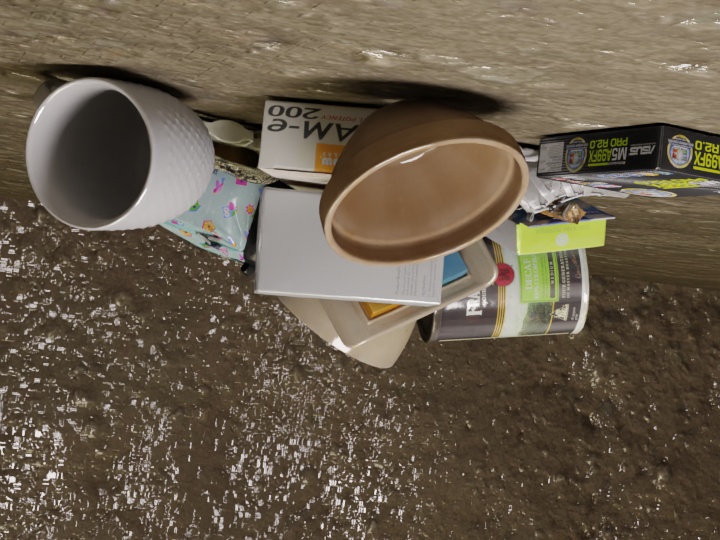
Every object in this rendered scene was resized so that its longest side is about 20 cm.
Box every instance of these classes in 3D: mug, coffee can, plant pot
[{"bbox_3d":[-0.248,-0.131,1.485,0.200,0.148,0.175,37,-165,17],"label":"mug"},{"bbox_3d":[0.176,0.014,1.868,0.199,0.147,0.146,-3,179,-8],"label":"coffee can"},{"bbox_3d":[0.052,-0.096,1.379,0.200,0.093,0.201,-12,150,-7],"label":"plant pot"},{"bbox_3d":[0.000,0.000,1.737,0.200,0.135,0.200,35,-166,-10],"label":"plant pot"}]

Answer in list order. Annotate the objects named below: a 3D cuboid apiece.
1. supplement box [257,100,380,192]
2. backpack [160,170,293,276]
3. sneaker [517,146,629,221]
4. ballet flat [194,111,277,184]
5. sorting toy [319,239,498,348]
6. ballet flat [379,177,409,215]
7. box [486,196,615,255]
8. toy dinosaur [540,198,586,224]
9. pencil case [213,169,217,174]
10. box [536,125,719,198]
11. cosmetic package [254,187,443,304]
[{"bbox_3d":[-0.024,-0.125,1.547,0.125,0.074,0.200,5,177,9],"label":"supplement box"},{"bbox_3d":[-0.180,-0.102,1.812,0.199,0.168,0.127,19,171,6],"label":"backpack"},{"bbox_3d":[0.204,-0.093,1.620,0.199,0.082,0.075,6,178,1],"label":"sneaker"},{"bbox_3d":[-0.141,-0.143,1.671,0.199,0.068,0.075,12,159,-44],"label":"ballet flat"},{"bbox_3d":[0.033,-0.032,1.650,0.199,0.186,0.036,-25,167,-14],"label":"sorting toy"},{"bbox_3d":[0.063,-0.076,1.487,0.200,0.064,0.076,-33,168,-14],"label":"ballet flat"},{"bbox_3d":[0.213,-0.066,1.798,0.121,0.048,0.200,-7,-161,-19],"label":"box"},{"bbox_3d":[0.218,-0.090,1.732,0.106,0.061,0.200,32,-163,-10],"label":"toy dinosaur"},{"bbox_3d":[-0.265,-0.141,1.672,0.199,0.086,0.084,11,-164,-37],"label":"pencil case"},{"bbox_3d":[0.300,-0.108,1.483,0.160,0.045,0.200,8,177,-29],"label":"box"},{"bbox_3d":[-0.012,-0.023,1.561,0.199,0.113,0.081,6,177,-4],"label":"cosmetic package"}]
